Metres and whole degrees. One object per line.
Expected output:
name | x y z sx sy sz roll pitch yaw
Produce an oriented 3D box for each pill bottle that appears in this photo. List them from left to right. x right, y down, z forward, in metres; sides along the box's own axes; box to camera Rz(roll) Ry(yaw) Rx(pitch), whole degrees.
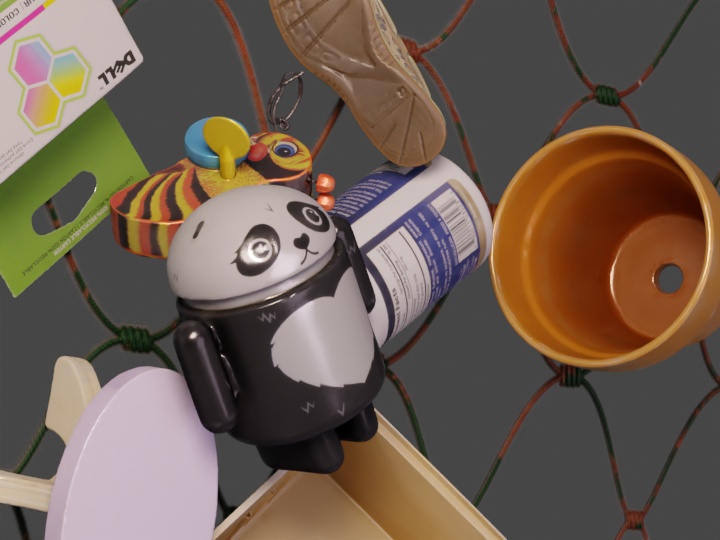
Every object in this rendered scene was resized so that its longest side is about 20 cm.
pill bottle | 0.000 0.000 1.501 0.200 0.111 0.111 -37 119 -34

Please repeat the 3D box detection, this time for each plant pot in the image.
plant pot | 0.238 -0.007 1.686 0.183 0.200 0.201 17 84 -59

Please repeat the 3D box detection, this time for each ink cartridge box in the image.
ink cartridge box | -0.211 -0.101 1.310 0.148 0.076 0.200 -46 123 -30

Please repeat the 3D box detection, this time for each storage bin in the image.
storage bin | -0.005 0.234 1.454 0.199 0.094 0.200 44 47 5

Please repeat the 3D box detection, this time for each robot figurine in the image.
robot figurine | -0.054 0.039 1.340 0.124 0.150 0.201 -17 111 6

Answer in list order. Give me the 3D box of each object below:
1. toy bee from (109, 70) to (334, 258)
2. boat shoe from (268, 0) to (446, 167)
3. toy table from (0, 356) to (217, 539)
toy bee | -0.077 -0.069 1.407 0.200 0.109 0.131 -51 150 -15
boat shoe | -0.005 -0.166 1.489 0.200 0.073 0.063 58 12 -4
toy table | -0.184 0.160 1.342 0.184 0.117 0.201 28 76 -42
